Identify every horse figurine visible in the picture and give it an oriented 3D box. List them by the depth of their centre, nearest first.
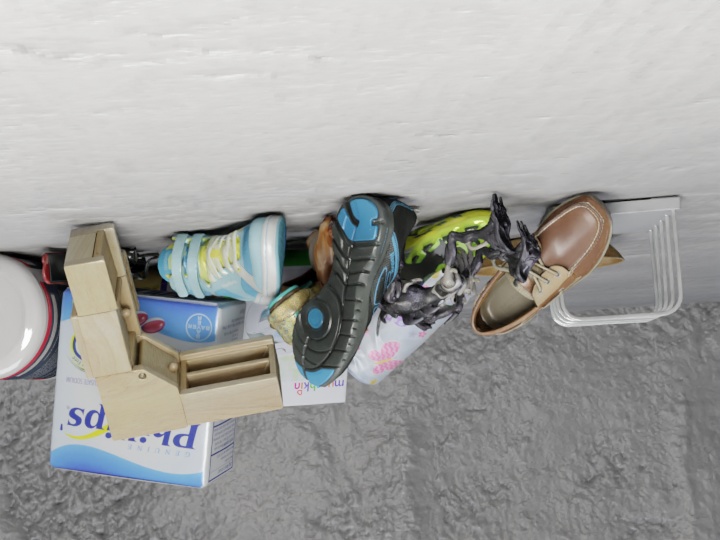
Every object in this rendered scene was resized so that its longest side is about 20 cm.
[{"bbox_3d":[-0.025,-0.001,1.518,0.050,0.133,0.200,-17,-171,2],"label":"horse figurine"}]

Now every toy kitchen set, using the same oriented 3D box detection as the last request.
[{"bbox_3d":[-0.187,0.031,1.437,0.180,0.200,0.163,-10,-152,-1],"label":"toy kitchen set"}]

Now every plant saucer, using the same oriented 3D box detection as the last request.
[{"bbox_3d":[0.241,-0.021,1.850,0.200,0.035,0.200,-4,175,0],"label":"plant saucer"}]

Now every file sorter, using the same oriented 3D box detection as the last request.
[{"bbox_3d":[0.277,-0.004,1.587,0.139,0.125,0.200,-4,175,4],"label":"file sorter"}]

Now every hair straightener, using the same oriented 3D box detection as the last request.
[{"bbox_3d":[-0.280,-0.002,1.617,0.077,0.041,0.200,-5,174,18],"label":"hair straightener"}]

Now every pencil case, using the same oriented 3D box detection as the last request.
[{"bbox_3d":[0.053,0.055,1.793,0.091,0.083,0.200,33,112,-27],"label":"pencil case"}]

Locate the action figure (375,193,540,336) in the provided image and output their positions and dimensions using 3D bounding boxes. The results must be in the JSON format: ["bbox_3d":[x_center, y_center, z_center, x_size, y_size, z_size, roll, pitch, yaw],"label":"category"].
[{"bbox_3d":[0.080,-0.004,1.434,0.200,0.102,0.119,-26,140,31],"label":"action figure"}]

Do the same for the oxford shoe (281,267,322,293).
[{"bbox_3d":[0.000,0.000,1.647,0.200,0.071,0.071,-27,-161,-17],"label":"oxford shoe"}]

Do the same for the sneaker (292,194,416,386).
[{"bbox_3d":[-0.001,0.023,1.368,0.073,0.200,0.082,35,-157,30],"label":"sneaker"}]

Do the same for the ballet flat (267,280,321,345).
[{"bbox_3d":[-0.060,0.051,1.493,0.071,0.071,0.200,-4,180,0],"label":"ballet flat"}]

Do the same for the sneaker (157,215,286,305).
[{"bbox_3d":[-0.144,-0.011,1.464,0.130,0.080,0.200,6,163,-6],"label":"sneaker"}]

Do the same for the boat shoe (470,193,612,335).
[{"bbox_3d":[0.183,0.003,1.455,0.200,0.076,0.072,-53,169,35],"label":"boat shoe"}]

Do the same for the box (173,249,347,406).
[{"bbox_3d":[-0.120,0.069,1.698,0.200,0.177,0.097,-1,-168,-27],"label":"box"}]

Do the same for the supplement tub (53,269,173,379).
[{"bbox_3d":[-0.313,0.074,1.855,0.200,0.146,0.145,-5,175,5],"label":"supplement tub"}]

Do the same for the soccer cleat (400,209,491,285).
[{"bbox_3d":[0.079,-0.029,1.551,0.065,0.084,0.200,33,138,-24],"label":"soccer cleat"}]

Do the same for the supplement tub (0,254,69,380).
[{"bbox_3d":[-0.390,0.056,1.637,0.140,0.141,0.200,-5,174,13],"label":"supplement tub"}]

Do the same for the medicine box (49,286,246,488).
[{"bbox_3d":[-0.233,0.123,1.568,0.182,0.200,0.103,6,-176,11],"label":"medicine box"}]
